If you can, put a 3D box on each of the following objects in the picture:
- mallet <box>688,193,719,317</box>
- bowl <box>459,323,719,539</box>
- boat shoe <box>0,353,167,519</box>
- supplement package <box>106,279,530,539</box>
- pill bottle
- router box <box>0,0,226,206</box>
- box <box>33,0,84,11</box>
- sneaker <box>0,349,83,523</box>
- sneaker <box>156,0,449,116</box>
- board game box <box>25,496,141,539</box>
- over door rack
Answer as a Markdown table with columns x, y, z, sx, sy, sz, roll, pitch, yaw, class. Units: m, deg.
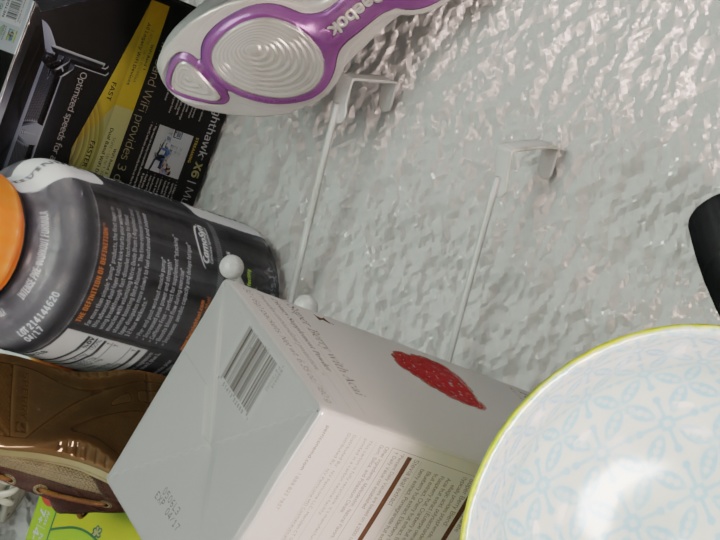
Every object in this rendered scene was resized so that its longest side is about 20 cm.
| x | y | z | sx | sy | sz | roll | pitch | yaw | class |
| --- | --- | --- | --- | --- | --- | --- | --- | --- | --- |
| 0.237 | -0.034 | 1.240 | 0.200 | 0.041 | 0.066 | -28 | 57 | 32 | mallet |
| 0.139 | 0.121 | 1.216 | 0.108 | 0.199 | 0.201 | -148 | 76 | -88 | bowl |
| -0.148 | 0.096 | 1.485 | 0.072 | 0.199 | 0.072 | 132 | 145 | -54 | boat shoe |
| 0.006 | 0.107 | 1.294 | 0.120 | 0.200 | 0.121 | -58 | 37 | 14 | supplement package |
| -0.147 | 0.001 | 1.492 | 0.106 | 0.200 | 0.107 | -16 | 66 | 40 | pill bottle |
| -0.162 | -0.070 | 1.563 | 0.052 | 0.157 | 0.201 | 23 | 93 | 47 | router box |
| -0.094 | -0.236 | 1.477 | 0.141 | 0.079 | 0.200 | -6 | 37 | 36 | box |
| -0.204 | 0.106 | 1.579 | 0.200 | 0.075 | 0.092 | -34 | 40 | 60 | sneaker |
| -0.018 | -0.151 | 1.486 | 0.199 | 0.075 | 0.100 | -28 | 26 | 11 | sneaker |
| -0.114 | 0.188 | 1.508 | 0.200 | 0.048 | 0.102 | 19 | 91 | 47 | board game box |
| 0.000 | 0.000 | 1.442 | 0.148 | 0.066 | 0.201 | 27 | 97 | 45 | over door rack |
